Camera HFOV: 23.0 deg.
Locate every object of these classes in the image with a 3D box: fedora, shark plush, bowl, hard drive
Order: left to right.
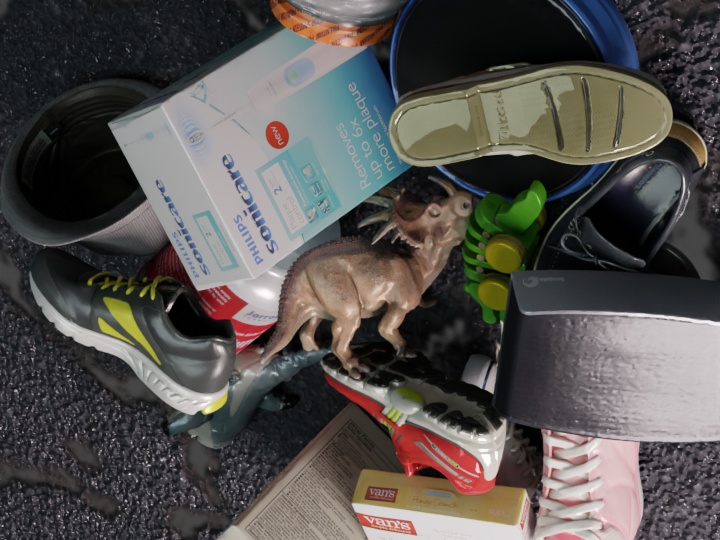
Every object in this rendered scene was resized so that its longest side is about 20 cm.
[{"bbox_3d":[-0.210,-0.072,1.498,0.199,0.177,0.091,29,160,41],"label":"fedora"},{"bbox_3d":[-0.091,0.098,1.592,0.199,0.091,0.083,-36,118,25],"label":"shark plush"},{"bbox_3d":[0.110,-0.143,1.317,0.199,0.039,0.202,15,123,25],"label":"bowl"},{"bbox_3d":[0.202,0.068,1.303,0.198,0.042,0.136,5,123,-1],"label":"hard drive"}]

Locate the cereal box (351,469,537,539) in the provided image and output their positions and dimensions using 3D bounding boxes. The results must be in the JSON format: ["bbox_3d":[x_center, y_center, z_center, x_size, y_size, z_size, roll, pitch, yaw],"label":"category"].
[{"bbox_3d":[0.085,0.239,1.474,0.142,0.040,0.201,4,144,22],"label":"cereal box"}]

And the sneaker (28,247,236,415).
[{"bbox_3d":[-0.179,0.030,1.445,0.199,0.074,0.085,33,122,7],"label":"sneaker"}]

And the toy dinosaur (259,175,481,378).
[{"bbox_3d":[0.000,0.000,1.394,0.086,0.198,0.137,-125,19,-60],"label":"toy dinosaur"}]

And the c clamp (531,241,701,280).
[{"bbox_3d":[0.204,0.056,1.377,0.198,0.027,0.172,0,116,33],"label":"c clamp"}]

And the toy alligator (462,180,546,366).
[{"bbox_3d":[0.102,0.001,1.356,0.054,0.059,0.201,21,139,13],"label":"toy alligator"}]

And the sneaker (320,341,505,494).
[{"bbox_3d":[0.035,0.120,1.411,0.199,0.077,0.086,30,128,46],"label":"sneaker"}]

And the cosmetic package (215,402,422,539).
[{"bbox_3d":[-0.043,0.217,1.516,0.103,0.200,0.087,47,132,3],"label":"cosmetic package"}]

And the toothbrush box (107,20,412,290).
[{"bbox_3d":[-0.069,-0.099,1.344,0.085,0.199,0.147,-11,110,53],"label":"toothbrush box"}]

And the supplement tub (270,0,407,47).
[{"bbox_3d":[-0.002,-0.270,1.262,0.122,0.122,0.201,27,128,17],"label":"supplement tub"}]

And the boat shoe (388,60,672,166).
[{"bbox_3d":[0.121,-0.117,1.253,0.198,0.068,0.075,-1,112,10],"label":"boat shoe"}]

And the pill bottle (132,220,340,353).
[{"bbox_3d":[-0.107,0.001,1.491,0.113,0.112,0.200,50,131,-2],"label":"pill bottle"}]

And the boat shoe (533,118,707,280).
[{"bbox_3d":[0.184,-0.024,1.303,0.074,0.062,0.201,34,121,-2],"label":"boat shoe"}]

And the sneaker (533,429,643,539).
[{"bbox_3d":[0.174,0.161,1.387,0.075,0.105,0.202,3,127,28],"label":"sneaker"}]

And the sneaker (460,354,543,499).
[{"bbox_3d":[0.118,0.155,1.470,0.070,0.073,0.201,7,129,19],"label":"sneaker"}]
